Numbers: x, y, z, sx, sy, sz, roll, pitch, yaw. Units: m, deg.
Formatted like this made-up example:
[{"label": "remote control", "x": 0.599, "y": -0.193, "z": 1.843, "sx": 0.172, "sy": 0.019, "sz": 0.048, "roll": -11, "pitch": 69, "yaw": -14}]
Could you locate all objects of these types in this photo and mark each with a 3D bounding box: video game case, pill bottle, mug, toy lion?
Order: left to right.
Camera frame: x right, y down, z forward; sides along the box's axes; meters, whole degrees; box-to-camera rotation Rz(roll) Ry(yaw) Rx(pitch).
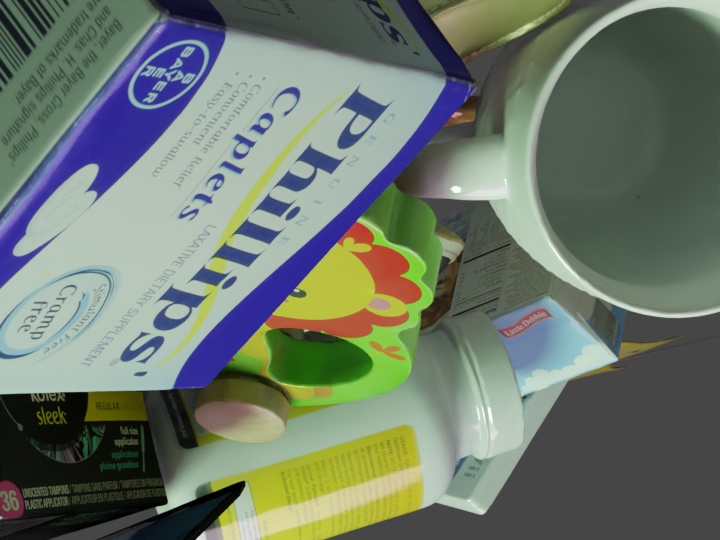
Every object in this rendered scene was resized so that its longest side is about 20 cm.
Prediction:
[{"label": "toy lion", "x": -0.040, "y": 0.004, "z": 0.966, "sx": 0.192, "sy": 0.069, "sz": 0.200, "roll": -10, "pitch": 146, "yaw": 35}, {"label": "pill bottle", "x": -0.017, "y": 0.088, "z": 1.143, "sx": 0.200, "sy": 0.112, "sz": 0.112, "roll": -16, "pitch": 171, "yaw": -12}, {"label": "video game case", "x": 0.055, "y": 0.076, "z": 1.314, "sx": 0.018, "sy": 0.143, "sz": 0.200, "roll": 42, "pitch": 163, "yaw": -26}, {"label": "mug", "x": 0.102, "y": -0.060, "z": 0.989, "sx": 0.200, "sy": 0.148, "sz": 0.175, "roll": -8, "pitch": -170, "yaw": -9}]

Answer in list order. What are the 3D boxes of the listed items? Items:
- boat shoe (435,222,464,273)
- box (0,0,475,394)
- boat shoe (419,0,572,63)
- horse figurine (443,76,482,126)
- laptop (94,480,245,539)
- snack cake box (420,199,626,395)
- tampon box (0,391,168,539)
[{"label": "boat shoe", "x": 0.000, "y": 0.000, "z": 1.068, "sx": 0.072, "sy": 0.065, "sz": 0.200, "roll": 27, "pitch": 173, "yaw": -11}, {"label": "box", "x": -0.087, "y": -0.051, "z": 0.766, "sx": 0.184, "sy": 0.105, "sz": 0.200, "roll": -47, "pitch": 156, "yaw": 23}, {"label": "boat shoe", "x": 0.011, "y": -0.092, "z": 0.944, "sx": 0.200, "sy": 0.065, "sz": 0.072, "roll": -21, "pitch": 154, "yaw": 18}, {"label": "horse figurine", "x": 0.118, "y": -0.090, "z": 1.181, "sx": 0.132, "sy": 0.050, "sz": 0.200, "roll": -4, "pitch": -178, "yaw": 25}, {"label": "laptop", "x": -0.187, "y": 0.138, "z": 0.996, "sx": 0.200, "sy": 0.103, "sz": 0.177, "roll": 22, "pitch": 151, "yaw": -28}, {"label": "snack cake box", "x": 0.066, "y": 0.024, "z": 1.265, "sx": 0.200, "sy": 0.115, "sz": 0.067, "roll": -24, "pitch": 127, "yaw": 38}, {"label": "tampon box", "x": -0.203, "y": 0.037, "z": 1.020, "sx": 0.126, "sy": 0.200, "sz": 0.150, "roll": -19, "pitch": 170, "yaw": 24}]
